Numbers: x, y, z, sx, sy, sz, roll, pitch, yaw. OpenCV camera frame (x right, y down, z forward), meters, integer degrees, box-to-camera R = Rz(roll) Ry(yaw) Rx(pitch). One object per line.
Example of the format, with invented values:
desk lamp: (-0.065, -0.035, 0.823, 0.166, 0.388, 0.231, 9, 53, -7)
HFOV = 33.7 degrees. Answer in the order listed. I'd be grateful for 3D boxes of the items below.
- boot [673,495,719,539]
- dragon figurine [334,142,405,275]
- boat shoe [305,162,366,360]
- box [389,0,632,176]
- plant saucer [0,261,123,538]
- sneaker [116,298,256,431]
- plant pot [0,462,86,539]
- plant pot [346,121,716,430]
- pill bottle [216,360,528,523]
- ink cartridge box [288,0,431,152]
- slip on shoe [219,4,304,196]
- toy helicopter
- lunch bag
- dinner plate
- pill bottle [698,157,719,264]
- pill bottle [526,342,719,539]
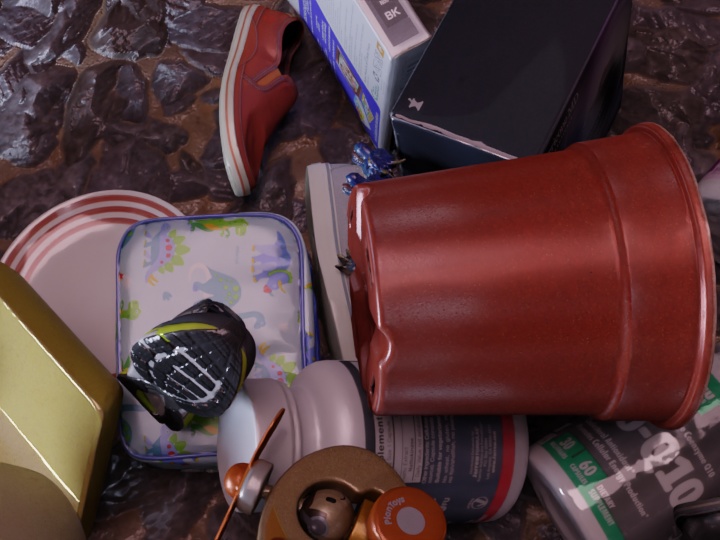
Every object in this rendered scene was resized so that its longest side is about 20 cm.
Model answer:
boot: (0.252, 0.243, 0.753, 0.069, 0.200, 0.174, -11, 56, 8)
dragon figurine: (0.048, -0.007, 0.912, 0.200, 0.099, 0.059, 45, 56, -8)
boat shoe: (0.000, 0.000, 0.975, 0.071, 0.070, 0.201, -7, 69, -7)
box: (0.125, -0.128, 0.947, 0.123, 0.198, 0.200, 21, 70, 18)
plant saucer: (-0.253, 0.101, 0.921, 0.048, 0.200, 0.200, -24, 57, -42)
sneaker: (-0.110, 0.051, 0.805, 0.074, 0.200, 0.081, 42, 67, -10)
plant pot: (-0.279, 0.216, 0.864, 0.134, 0.200, 0.200, -25, 57, -41)
plant pot: (0.096, 0.011, 0.764, 0.195, 0.201, 0.201, -4, 63, -6)
pill bottle: (0.006, 0.123, 0.844, 0.200, 0.120, 0.120, 3, 60, -23)
ink cartridge box: (-0.012, -0.219, 0.988, 0.043, 0.198, 0.200, -29, 77, -9)
slip on shoe: (-0.089, -0.157, 1.068, 0.061, 0.074, 0.200, 4, 60, 7)
toy helicopter: (-0.055, 0.170, 0.710, 0.200, 0.079, 0.132, -31, 69, -33)
lunch bag: (-0.110, 0.057, 0.939, 0.161, 0.082, 0.200, -4, 75, 0)
dinner plate: (-0.223, 0.022, 1.025, 0.200, 0.024, 0.200, -4, 63, 7)
pill bottle: (0.359, -0.089, 0.940, 0.112, 0.112, 0.200, 38, 74, 23)
pill bottle: (0.228, 0.127, 0.854, 0.200, 0.113, 0.113, -31, 64, -7)
